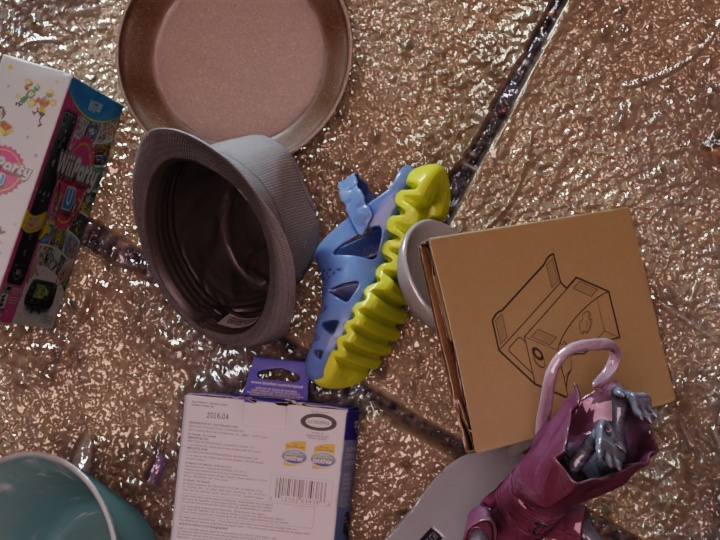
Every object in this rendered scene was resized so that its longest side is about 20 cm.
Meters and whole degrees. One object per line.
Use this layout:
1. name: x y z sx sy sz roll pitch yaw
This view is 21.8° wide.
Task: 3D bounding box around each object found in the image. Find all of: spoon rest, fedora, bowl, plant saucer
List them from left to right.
1. bowl: -0.235 0.248 1.485 0.200 0.105 0.202 -7 77 32
2. plant saucer: -0.102 -0.179 1.554 0.200 0.037 0.201 -1 85 9
3. fedora: -0.095 -0.038 1.484 0.177 0.090 0.201 26 133 32
4. spoon rest: 0.095 0.047 1.465 0.061 0.099 0.200 -25 104 35

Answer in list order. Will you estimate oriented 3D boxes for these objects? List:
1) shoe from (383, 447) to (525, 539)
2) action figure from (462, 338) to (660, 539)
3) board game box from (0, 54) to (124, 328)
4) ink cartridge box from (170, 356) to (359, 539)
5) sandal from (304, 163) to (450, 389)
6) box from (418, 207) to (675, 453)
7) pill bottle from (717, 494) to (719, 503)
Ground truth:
1. shoe: 0.056 0.222 1.484 0.071 0.091 0.200 44 63 12
2. action figure: 0.124 0.162 1.374 0.200 0.134 0.149 -49 51 38
3. board game box: -0.268 -0.059 1.511 0.064 0.148 0.201 17 89 10
4. ink cartridge box: -0.075 0.171 1.501 0.136 0.076 0.201 5 87 8
5. sandal: 0.000 0.000 1.502 0.087 0.080 0.200 18 74 24
6. box: 0.147 0.043 1.447 0.199 0.021 0.164 -10 84 -33
7. pill bottle: 0.377 0.148 1.416 0.200 0.120 0.120 -37 81 3
